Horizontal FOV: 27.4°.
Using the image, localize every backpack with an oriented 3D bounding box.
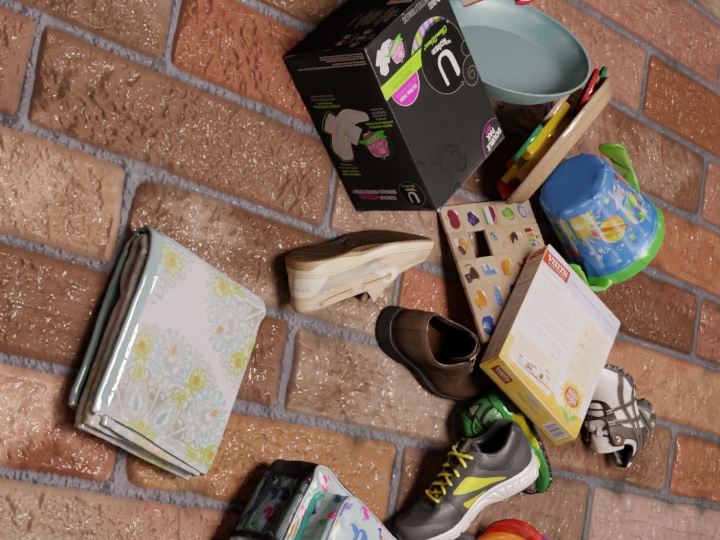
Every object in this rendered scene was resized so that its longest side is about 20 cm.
[{"bbox_3d":[-0.055,0.315,1.482,0.201,0.150,0.178,-57,130,-24],"label":"backpack"}]

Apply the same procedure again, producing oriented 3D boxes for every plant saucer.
[{"bbox_3d":[0.167,-0.249,1.703,0.199,0.200,0.036,-29,149,-43],"label":"plant saucer"}]

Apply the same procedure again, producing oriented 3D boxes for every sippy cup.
[{"bbox_3d":[0.294,-0.072,1.847,0.130,0.139,0.179,45,20,-38],"label":"sippy cup"}]

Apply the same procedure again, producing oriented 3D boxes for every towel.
[{"bbox_3d":[-0.182,0.083,1.406,0.171,0.048,0.202,37,64,-44],"label":"towel"}]

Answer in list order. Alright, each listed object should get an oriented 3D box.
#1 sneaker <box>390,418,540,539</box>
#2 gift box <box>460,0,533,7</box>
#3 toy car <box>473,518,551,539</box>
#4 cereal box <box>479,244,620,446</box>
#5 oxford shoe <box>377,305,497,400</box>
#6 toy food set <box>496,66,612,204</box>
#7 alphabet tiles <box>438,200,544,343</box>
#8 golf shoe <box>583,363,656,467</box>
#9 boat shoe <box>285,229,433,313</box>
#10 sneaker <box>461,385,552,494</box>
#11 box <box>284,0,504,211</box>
[{"bbox_3d":[0.111,0.237,1.679,0.199,0.074,0.085,-31,119,-22],"label":"sneaker"},{"bbox_3d":[0.180,-0.412,1.688,0.184,0.199,0.188,-39,107,-40],"label":"gift box"},{"bbox_3d":[0.196,0.377,1.762,0.200,0.174,0.151,39,27,-40],"label":"toy car"},{"bbox_3d":[0.227,0.086,1.741,0.144,0.039,0.201,46,46,-16],"label":"cereal box"},{"bbox_3d":[0.109,0.103,1.693,0.199,0.084,0.073,31,67,-45],"label":"oxford shoe"},{"bbox_3d":[0.233,-0.163,1.768,0.049,0.198,0.200,40,68,2],"label":"toy food set"},{"bbox_3d":[0.179,0.013,1.766,0.166,0.008,0.202,-8,76,-45],"label":"alphabet tiles"},{"bbox_3d":[0.325,0.187,1.932,0.200,0.077,0.095,43,61,-38],"label":"golf shoe"},{"bbox_3d":[0.000,0.000,1.586,0.199,0.072,0.066,-15,111,-44],"label":"boat shoe"},{"bbox_3d":[0.175,0.209,1.785,0.078,0.085,0.201,-108,171,-46],"label":"sneaker"},{"bbox_3d":[0.041,-0.184,1.581,0.149,0.124,0.201,-46,123,-34],"label":"box"}]
